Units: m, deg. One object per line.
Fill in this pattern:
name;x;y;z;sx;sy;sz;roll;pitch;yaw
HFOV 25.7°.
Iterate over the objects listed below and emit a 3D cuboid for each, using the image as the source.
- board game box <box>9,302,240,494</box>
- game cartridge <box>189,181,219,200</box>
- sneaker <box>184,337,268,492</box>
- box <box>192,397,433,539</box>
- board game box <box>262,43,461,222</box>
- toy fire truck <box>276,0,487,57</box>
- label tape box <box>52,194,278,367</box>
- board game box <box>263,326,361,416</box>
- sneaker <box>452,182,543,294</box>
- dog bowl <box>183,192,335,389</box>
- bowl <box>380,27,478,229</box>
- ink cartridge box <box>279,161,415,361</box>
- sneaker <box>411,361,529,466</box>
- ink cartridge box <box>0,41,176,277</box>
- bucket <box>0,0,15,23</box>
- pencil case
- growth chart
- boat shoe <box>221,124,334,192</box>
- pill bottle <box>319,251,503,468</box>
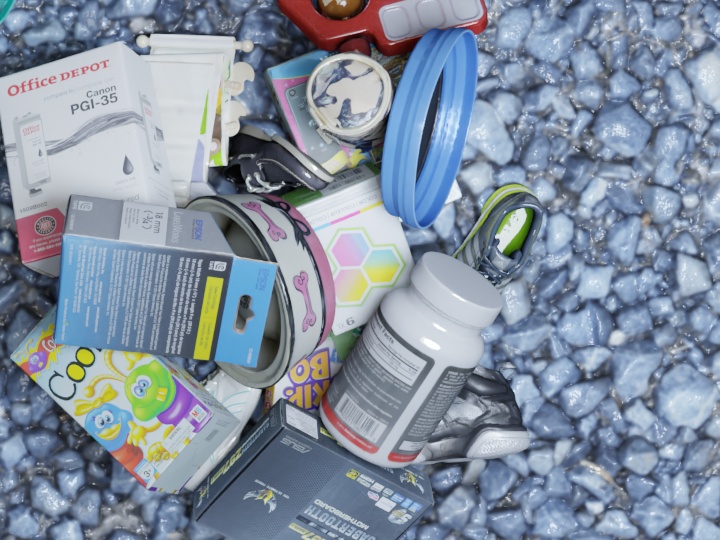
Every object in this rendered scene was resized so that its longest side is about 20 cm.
board game box;-0.238;0.122;1.601;0.200;0.105;0.103;41;89;15
game cartridge;-0.192;-0.029;1.663;0.133;0.041;0.200;-37;97;1
sneaker;-0.151;0.141;1.662;0.080;0.070;0.200;21;92;-5
box;-0.049;0.236;1.634;0.200;0.051;0.158;32;117;-24
board game box;0.001;-0.143;1.664;0.147;0.064;0.200;-22;96;-6
toy fire truck;0.014;-0.293;1.602;0.200;0.112;0.168;-15;70;-5
label tape box;-0.187;0.012;1.510;0.200;0.063;0.144;7;132;-9
board game box;-0.050;0.095;1.679;0.095;0.030;0.200;5;96;-26
sneaker;0.131;-0.003;1.678;0.074;0.081;0.200;27;90;-7
dog bowl;-0.102;0.012;1.571;0.074;0.200;0.200;-22;97;-34
bowl;0.068;-0.141;1.548;0.039;0.201;0.201;14;92;15
ink cartridge box;0.000;0.000;1.621;0.104;0.059;0.200;-22;111;-6
sneaker;0.078;0.150;1.691;0.200;0.075;0.114;-6;80;4
ink cartridge box;-0.275;-0.110;1.579;0.146;0.083;0.200;-15;76;12
bucket;-0.436;-0.316;1.565;0.207;0.135;0.207;0;95;-6
pencil case;-0.007;-0.160;1.529;0.078;0.200;0.089;43;93;3
growth chart;-0.191;-0.156;1.628;0.145;0.018;0.200;12;79;10
boat shoe;-0.087;-0.098;1.590;0.073;0.200;0.063;38;86;-27
pill bottle;0.053;0.089;1.578;0.116;0.116;0.200;29;111;-8
